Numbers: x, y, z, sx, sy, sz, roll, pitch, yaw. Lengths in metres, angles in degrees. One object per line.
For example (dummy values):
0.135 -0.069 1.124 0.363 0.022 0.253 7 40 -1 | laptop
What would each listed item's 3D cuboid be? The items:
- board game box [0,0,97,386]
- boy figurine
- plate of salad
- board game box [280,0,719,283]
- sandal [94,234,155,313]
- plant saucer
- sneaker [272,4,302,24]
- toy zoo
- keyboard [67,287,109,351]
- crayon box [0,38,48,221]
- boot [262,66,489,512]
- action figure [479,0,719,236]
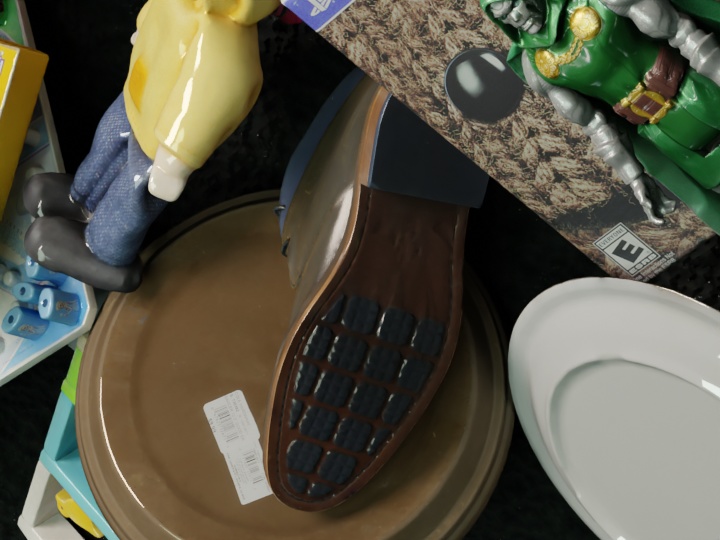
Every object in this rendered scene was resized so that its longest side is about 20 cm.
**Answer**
-0.222 -0.024 1.297 0.199 0.026 0.201 -31 63 32 | board game box
-0.080 -0.082 1.157 0.064 0.125 0.201 16 127 -19 | boy figurine
0.148 0.077 1.135 0.199 0.048 0.201 30 147 22 | plate of salad
0.097 -0.117 1.063 0.200 0.097 0.159 37 123 -23 | board game box
-0.080 0.021 1.281 0.200 0.048 0.076 37 120 28 | sandal
-0.031 0.053 1.199 0.198 0.029 0.202 -2 71 6 | plant saucer
0.023 -0.170 1.153 0.199 0.081 0.075 -18 111 38 | sneaker
-0.105 0.128 1.296 0.131 0.020 0.200 45 143 18 | toy zoo
-0.112 0.024 1.271 0.200 0.011 0.057 38 116 26 | keyboard
-0.220 -0.058 1.253 0.199 0.051 0.127 20 94 41 | crayon box
0.000 0.000 1.172 0.074 0.097 0.201 18 99 -19 | boot
0.127 -0.058 1.013 0.199 0.055 0.118 30 129 -13 | action figure
